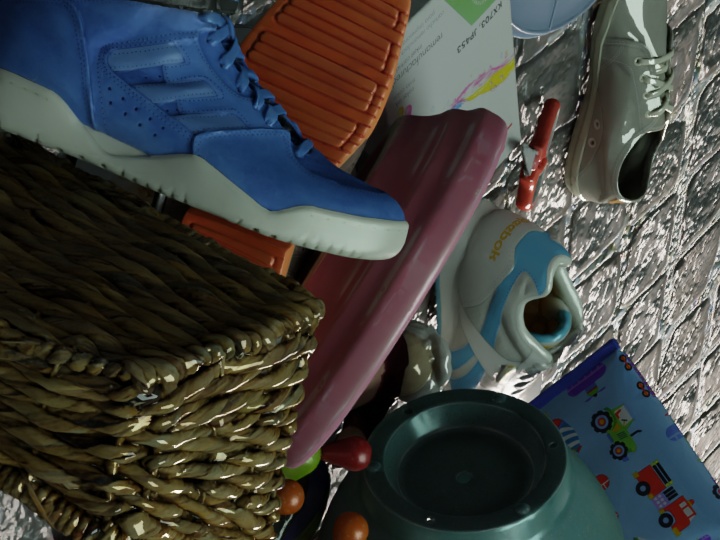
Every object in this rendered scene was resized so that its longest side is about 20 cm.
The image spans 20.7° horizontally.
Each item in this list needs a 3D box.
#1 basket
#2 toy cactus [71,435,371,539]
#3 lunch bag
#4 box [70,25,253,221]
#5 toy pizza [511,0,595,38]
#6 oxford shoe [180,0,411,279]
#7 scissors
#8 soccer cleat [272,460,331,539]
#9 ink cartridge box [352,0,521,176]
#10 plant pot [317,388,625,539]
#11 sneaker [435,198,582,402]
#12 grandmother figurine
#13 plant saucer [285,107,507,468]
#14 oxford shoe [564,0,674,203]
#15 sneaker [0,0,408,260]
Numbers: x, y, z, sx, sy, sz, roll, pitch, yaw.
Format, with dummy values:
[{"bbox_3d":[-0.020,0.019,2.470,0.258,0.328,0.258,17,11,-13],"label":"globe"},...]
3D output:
[{"bbox_3d":[-0.135,0.054,0.807,0.142,0.199,0.150,-23,134,-51],"label":"basket"},{"bbox_3d":[-0.081,0.174,1.074,0.102,0.163,0.202,-137,-117,-77],"label":"toy cactus"},{"bbox_3d":[0.130,0.167,1.282,0.199,0.151,0.094,-35,165,4],"label":"lunch bag"},{"bbox_3d":[-0.092,-0.017,0.964,0.116,0.060,0.202,-11,123,-55],"label":"box"},{"bbox_3d":[0.122,-0.235,1.162,0.200,0.032,0.202,-38,144,-35],"label":"toy pizza"},{"bbox_3d":[-0.034,-0.055,0.913,0.201,0.071,0.073,-62,172,6],"label":"oxford shoe"},{"bbox_3d":[0.105,-0.060,1.224,0.200,0.014,0.074,-54,160,-74],"label":"scissors"},{"bbox_3d":[-0.074,0.195,1.173,0.201,0.064,0.084,-62,154,-1],"label":"soccer cleat"},{"bbox_3d":[0.030,-0.091,1.094,0.117,0.067,0.201,-47,148,-27],"label":"ink cartridge box"},{"bbox_3d":[0.063,0.156,1.147,0.200,0.199,0.135,-39,140,-35],"label":"plant pot"},{"bbox_3d":[0.100,0.044,1.298,0.077,0.080,0.201,-49,150,-26],"label":"sneaker"},{"bbox_3d":[-0.003,0.054,1.180,0.199,0.060,0.122,5,105,-63],"label":"grandmother figurine"},{"bbox_3d":[0.000,0.000,0.971,0.201,0.051,0.201,-57,-176,6],"label":"plant saucer"},{"bbox_3d":[0.187,-0.132,1.332,0.075,0.057,0.202,-24,132,-46],"label":"oxford shoe"},{"bbox_3d":[-0.060,-0.084,0.837,0.077,0.198,0.112,-47,159,-86],"label":"sneaker"}]
